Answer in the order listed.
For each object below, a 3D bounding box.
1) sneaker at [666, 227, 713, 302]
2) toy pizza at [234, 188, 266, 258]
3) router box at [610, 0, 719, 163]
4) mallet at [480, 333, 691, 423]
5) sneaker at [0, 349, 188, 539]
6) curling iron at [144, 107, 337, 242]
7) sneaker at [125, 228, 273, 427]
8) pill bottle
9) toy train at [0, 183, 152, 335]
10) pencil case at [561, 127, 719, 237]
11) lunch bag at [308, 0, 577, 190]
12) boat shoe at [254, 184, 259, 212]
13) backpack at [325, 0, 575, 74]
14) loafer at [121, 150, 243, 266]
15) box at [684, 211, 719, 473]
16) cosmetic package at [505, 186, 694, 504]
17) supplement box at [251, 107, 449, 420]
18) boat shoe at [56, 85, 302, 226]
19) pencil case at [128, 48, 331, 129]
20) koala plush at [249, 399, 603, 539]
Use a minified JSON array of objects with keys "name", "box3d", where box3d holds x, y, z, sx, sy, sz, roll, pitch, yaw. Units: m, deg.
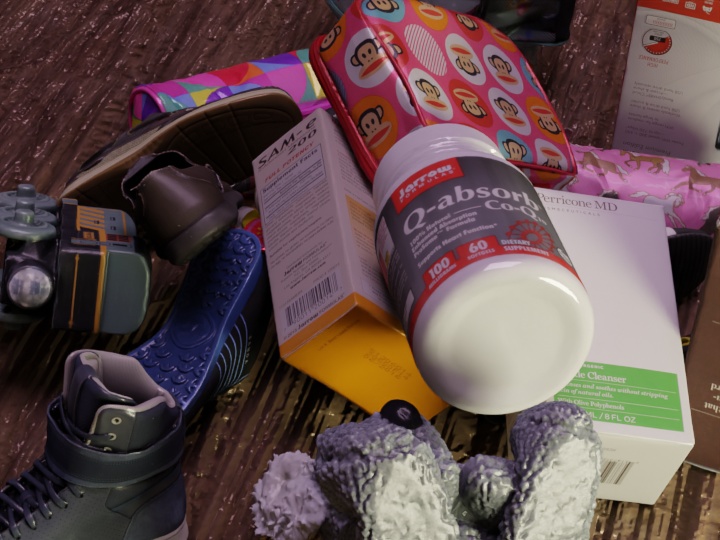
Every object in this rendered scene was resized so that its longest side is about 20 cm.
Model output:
[{"name":"sneaker","box3d":[0.169,-0.010,1.738,0.200,0.074,0.089,-11,40,-25]},{"name":"toy pizza","box3d":[-0.021,-0.037,1.783,0.200,0.032,0.200,5,34,-3]},{"name":"router box","box3d":[0.311,-0.144,1.864,0.200,0.180,0.049,14,35,11]},{"name":"mallet","box3d":[0.153,0.060,1.673,0.200,0.041,0.066,-12,42,-32]},{"name":"sneaker","box3d":[-0.199,0.125,1.422,0.202,0.146,0.077,-15,42,-26]},{"name":"curling iron","box3d":[-0.088,-0.080,1.797,0.200,0.026,0.050,-34,37,-23]},{"name":"sneaker","box3d":[-0.113,0.068,1.591,0.070,0.078,0.200,16,57,26]},{"name":"pill bottle","box3d":[0.072,-0.007,1.513,0.116,0.116,0.200,-2,32,-12]},{"name":"toy train","box3d":[-0.204,-0.006,1.634,0.114,0.085,0.200,7,11,-8]},{"name":"pencil case","box3d":[0.221,-0.056,1.811,0.200,0.087,0.083,9,4,4]},{"name":"lunch bag","box3d":[0.069,-0.106,1.687,0.200,0.082,0.176,9,47,-50]},{"name":"boat shoe","box3d":[0.016,-0.071,1.749,0.200,0.071,0.069,-17,42,-32]},{"name":"backpack","box3d":[0.067,-0.245,1.991,0.200,0.153,0.176,3,31,-23]},{"name":"loafer","box3d":[-0.125,-0.053,1.606,0.073,0.071,0.200,-37,8,-6]},{"name":"box","box3d":[0.320,0.030,1.596,0.164,0.200,0.166,16,36,14]},{"name":"cosmetic package","box3d":[0.154,0.050,1.586,0.107,0.085,0.200,6,53,-13]},{"name":"supplement box","box3d":[0.000,0.000,1.623,0.126,0.074,0.200,35,30,-35]},{"name":"boat shoe","box3d":[-0.139,-0.091,1.738,0.200,0.073,0.065,-24,37,7]},{"name":"pencil case","box3d":[-0.084,-0.127,1.857,0.200,0.088,0.088,-16,41,-26]},{"name":"koala plush","box3d":[0.028,0.154,1.436,0.177,0.184,0.200,-5,15,-25]}]
